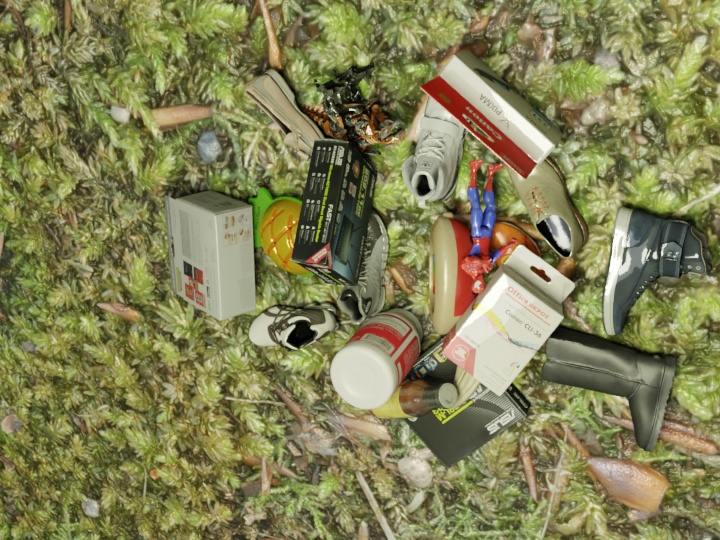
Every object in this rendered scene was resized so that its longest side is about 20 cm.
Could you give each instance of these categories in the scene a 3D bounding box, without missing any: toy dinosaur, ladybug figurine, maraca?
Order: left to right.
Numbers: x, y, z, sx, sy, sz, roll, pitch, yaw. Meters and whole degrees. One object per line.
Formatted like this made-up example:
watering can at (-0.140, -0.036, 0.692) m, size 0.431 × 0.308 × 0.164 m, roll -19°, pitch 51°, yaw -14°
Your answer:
maraca at (-0.129, -0.067, 1.436) m, size 0.199 × 0.107 × 0.138 m, roll 28°, pitch 118°, yaw 33°
toy dinosaur at (-0.021, -0.248, 1.328) m, size 0.198 × 0.102 × 0.137 m, roll 1°, pitch 125°, yaw 18°
ladybug figurine at (0.150, 0.005, 1.333) m, size 0.071 × 0.136 × 0.202 m, roll -1°, pitch 107°, yaw -1°

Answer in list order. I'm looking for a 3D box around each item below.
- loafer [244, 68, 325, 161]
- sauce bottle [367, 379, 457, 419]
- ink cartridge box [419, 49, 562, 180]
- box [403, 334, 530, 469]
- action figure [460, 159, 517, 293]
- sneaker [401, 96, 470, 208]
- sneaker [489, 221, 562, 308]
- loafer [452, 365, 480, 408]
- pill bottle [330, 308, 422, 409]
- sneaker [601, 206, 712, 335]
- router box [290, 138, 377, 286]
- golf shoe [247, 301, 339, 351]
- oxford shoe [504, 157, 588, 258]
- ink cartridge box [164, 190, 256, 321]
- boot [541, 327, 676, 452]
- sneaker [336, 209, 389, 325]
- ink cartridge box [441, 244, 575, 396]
loafer at (-0.119, -0.239, 1.375) m, size 0.201 × 0.063 × 0.072 m, roll 56°, pitch 160°, yaw 1°
sauce bottle at (0.085, 0.216, 1.379) m, size 0.199 × 0.066 × 0.066 m, roll -16°, pitch 105°, yaw 57°
ink cartridge box at (0.195, -0.231, 1.190) m, size 0.200 × 0.176 × 0.045 m, roll 42°, pitch 119°, yaw 3°
box at (0.163, 0.225, 1.453) m, size 0.200 × 0.047 × 0.194 m, roll -41°, pitch 87°, yaw 30°
action figure at (0.199, -0.065, 1.243) m, size 0.099 × 0.065 × 0.202 m, roll 6°, pitch 90°, yaw 62°
sneaker at (0.118, -0.195, 1.272) m, size 0.074 × 0.115 × 0.202 m, roll 13°, pitch 114°, yaw 18°
sneaker at (0.263, 0.011, 1.311) m, size 0.073 × 0.077 × 0.201 m, roll -32°, pitch 95°, yaw 29°
loafer at (0.188, 0.133, 1.353) m, size 0.068 × 0.076 × 0.201 m, roll 31°, pitch 98°, yaw 9°
pill bottle at (0.036, 0.140, 1.387) m, size 0.111 × 0.200 × 0.113 m, roll 8°, pitch 112°, yaw 20°
sneaker at (0.444, 0.016, 1.235) m, size 0.145 × 0.077 × 0.204 m, roll 12°, pitch 113°, yaw 22°
router box at (-0.038, -0.088, 1.312) m, size 0.062 × 0.150 × 0.202 m, roll 7°, pitch 79°, yaw 20°
golf shoe at (-0.138, 0.108, 1.511) m, size 0.199 × 0.094 × 0.078 m, roll -17°, pitch 104°, yaw 29°
oxford shoe at (0.281, -0.109, 1.258) m, size 0.071 × 0.074 × 0.201 m, roll -35°, pitch 92°, yaw 32°
ink cartridge box at (-0.276, -0.036, 1.505) m, size 0.175 × 0.083 × 0.202 m, roll 22°, pitch 120°, yaw 43°
boot at (0.390, 0.192, 1.331) m, size 0.198 × 0.066 × 0.167 m, roll 12°, pitch 105°, yaw 15°
sneaker at (0.000, 0.000, 1.397) m, size 0.074 × 0.115 × 0.202 m, roll 3°, pitch 111°, yaw 22°
ink cartridge box at (0.228, 0.075, 1.258) m, size 0.116 × 0.068 × 0.201 m, roll 35°, pitch 105°, yaw 0°
